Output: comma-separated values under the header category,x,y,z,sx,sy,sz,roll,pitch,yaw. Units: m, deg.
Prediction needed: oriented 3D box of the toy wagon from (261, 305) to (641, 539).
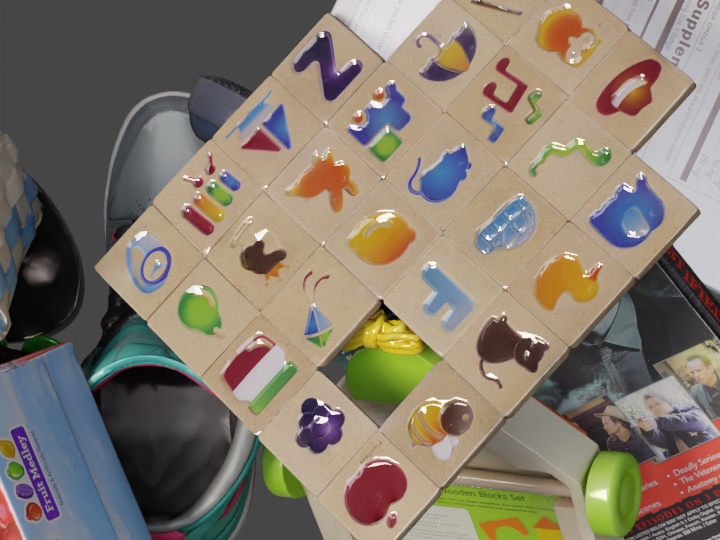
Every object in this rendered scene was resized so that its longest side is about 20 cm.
category,x,y,z,sx,sy,sz,roll,pitch,yaw
toy wagon,0.038,0.086,0.875,0.154,0.040,0.201,4,131,29

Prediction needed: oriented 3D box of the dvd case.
category,x,y,z,sx,sy,sz,roll,pitch,yaw
dvd case,0.083,0.048,0.877,0.146,0.022,0.200,-30,113,31

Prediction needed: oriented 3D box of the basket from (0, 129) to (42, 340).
category,x,y,z,sx,sy,sz,roll,pitch,yaw
basket,-0.216,-0.049,0.827,0.139,0.177,0.200,-27,110,12

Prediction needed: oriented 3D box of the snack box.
category,x,y,z,sx,sy,sz,roll,pitch,yaw
snack box,-0.165,0.141,0.880,0.200,0.068,0.169,-25,87,40

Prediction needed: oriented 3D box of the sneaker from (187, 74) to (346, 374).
category,x,y,z,sx,sy,sz,roll,pitch,yaw
sneaker,0.000,0.000,0.914,0.200,0.070,0.082,35,94,-8

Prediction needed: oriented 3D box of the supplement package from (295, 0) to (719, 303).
category,x,y,z,sx,sy,sz,roll,pitch,yaw
supplement package,0.087,-0.072,0.902,0.199,0.114,0.110,26,88,2

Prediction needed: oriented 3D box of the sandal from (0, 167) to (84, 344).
category,x,y,z,sx,sy,sz,roll,pitch,yaw
sandal,-0.195,-0.049,0.945,0.075,0.045,0.200,-38,88,1

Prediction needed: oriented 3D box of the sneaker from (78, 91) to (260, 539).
category,x,y,z,sx,sy,sz,roll,pitch,yaw
sneaker,-0.079,0.022,0.902,0.083,0.121,0.201,-3,88,1

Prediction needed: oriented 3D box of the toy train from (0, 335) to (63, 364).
category,x,y,z,sx,sy,sz,roll,pitch,yaw
toy train,-0.214,0.038,0.940,0.199,0.042,0.057,15,126,4

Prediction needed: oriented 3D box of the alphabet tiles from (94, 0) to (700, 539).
category,x,y,z,sx,sy,sz,roll,pitch,yaw
alphabet tiles,0.020,-0.023,0.810,0.200,0.008,0.167,-47,63,0
